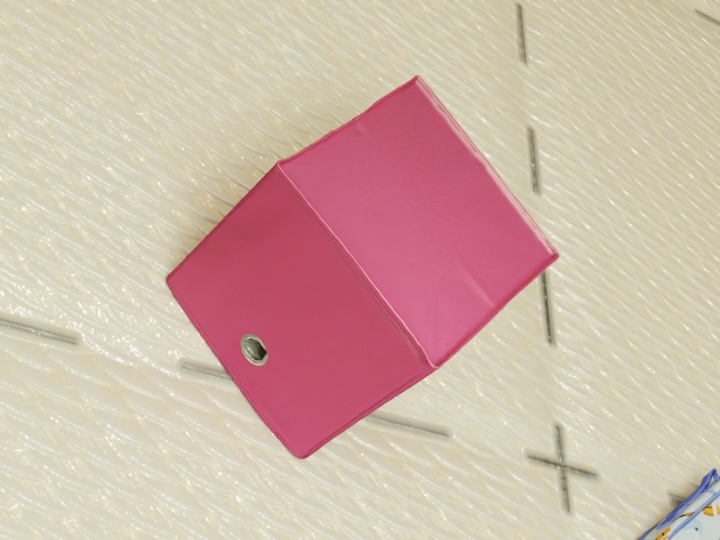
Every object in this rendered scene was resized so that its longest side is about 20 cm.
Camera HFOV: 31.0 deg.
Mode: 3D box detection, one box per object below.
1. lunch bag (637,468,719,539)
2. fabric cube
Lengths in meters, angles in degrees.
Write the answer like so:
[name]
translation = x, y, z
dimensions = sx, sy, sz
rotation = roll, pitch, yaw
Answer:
[lunch bag]
translation = 0.350, 0.281, 1.236
dimensions = 0.199, 0.076, 0.161
rotation = -25, 78, -41
[fabric cube]
translation = 0.000, 0.000, 1.066
dimensions = 0.197, 0.199, 0.200
rotation = 53, 47, 1
